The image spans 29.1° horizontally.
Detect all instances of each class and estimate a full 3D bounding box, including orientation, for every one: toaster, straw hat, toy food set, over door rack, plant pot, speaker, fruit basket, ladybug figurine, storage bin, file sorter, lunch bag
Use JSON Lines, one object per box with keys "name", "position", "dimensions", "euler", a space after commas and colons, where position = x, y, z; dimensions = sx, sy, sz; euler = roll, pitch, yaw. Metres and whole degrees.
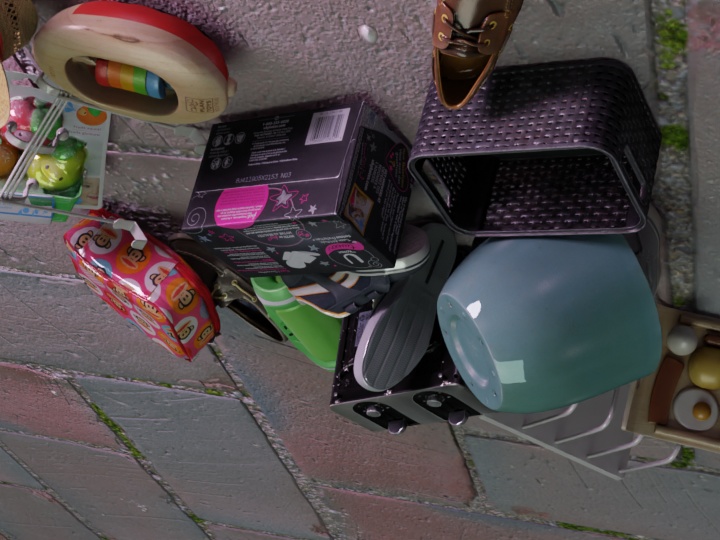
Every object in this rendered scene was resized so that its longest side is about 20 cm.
{"name": "toaster", "position": [0.068, 0.079, 1.575], "dimensions": [0.179, 0.202, 0.119], "euler": [-13, 144, 32]}
{"name": "straw hat", "position": [-0.350, -0.235, 1.303], "dimensions": [0.201, 0.085, 0.202], "euler": [38, 147, 30]}
{"name": "toy food set", "position": [0.392, 0.124, 1.494], "dimensions": [0.198, 0.145, 0.060], "euler": [13, 175, 8]}
{"name": "over door rack", "position": [-0.279, -0.117, 1.439], "dimensions": [0.199, 0.067, 0.148], "euler": [19, 119, -38]}
{"name": "plant pot", "position": [0.172, 0.047, 1.362], "dimensions": [0.160, 0.202, 0.201], "euler": [-25, 157, -14]}
{"name": "speaker", "position": [-0.059, 0.046, 1.681], "dimensions": [0.087, 0.089, 0.200], "euler": [2, 150, 27]}
{"name": "fruit basket", "position": [-0.362, -0.134, 1.486], "dimensions": [0.183, 0.095, 0.201], "euler": [6, 147, -12]}
{"name": "ladybug figurine", "position": [-0.209, -0.201, 1.313], "dimensions": [0.198, 0.073, 0.136], "euler": [15, 154, 3]}
{"name": "storage bin", "position": [0.159, -0.107, 1.261], "dimensions": [0.198, 0.095, 0.135], "euler": [0, 149, 31]}
{"name": "file sorter", "position": [0.262, 0.131, 1.589], "dimensions": [0.198, 0.140, 0.124], "euler": [25, 156, -16]}
{"name": "lunch bag", "position": [-0.263, 0.025, 1.698], "dimensions": [0.199, 0.082, 0.177], "euler": [34, 159, 23]}

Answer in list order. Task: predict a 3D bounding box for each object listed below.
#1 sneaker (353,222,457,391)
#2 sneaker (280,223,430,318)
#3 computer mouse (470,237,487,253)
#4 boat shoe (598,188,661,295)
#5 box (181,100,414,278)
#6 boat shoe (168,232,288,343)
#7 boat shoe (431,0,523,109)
{"name": "sneaker", "position": [0.042, 0.042, 1.494], "dimensions": [0.073, 0.201, 0.071], "euler": [38, 156, -22]}
{"name": "sneaker", "position": [0.000, 0.000, 1.451], "dimensions": [0.198, 0.078, 0.080], "euler": [0, 124, 42]}
{"name": "computer mouse", "position": [0.172, 0.049, 1.490], "dimensions": [0.034, 0.059, 0.202], "euler": [-29, 88, 26]}
{"name": "boat shoe", "position": [0.270, -0.006, 1.410], "dimensions": [0.069, 0.072, 0.201], "euler": [5, 151, 21]}
{"name": "box", "position": [-0.058, -0.078, 1.396], "dimensions": [0.198, 0.134, 0.115], "euler": [-4, 151, 35]}
{"name": "boat shoe", "position": [-0.158, 0.022, 1.719], "dimensions": [0.199, 0.060, 0.071], "euler": [33, 149, -29]}
{"name": "boat shoe", "position": [0.094, -0.205, 1.139], "dimensions": [0.071, 0.068, 0.201], "euler": [15, 153, 4]}
